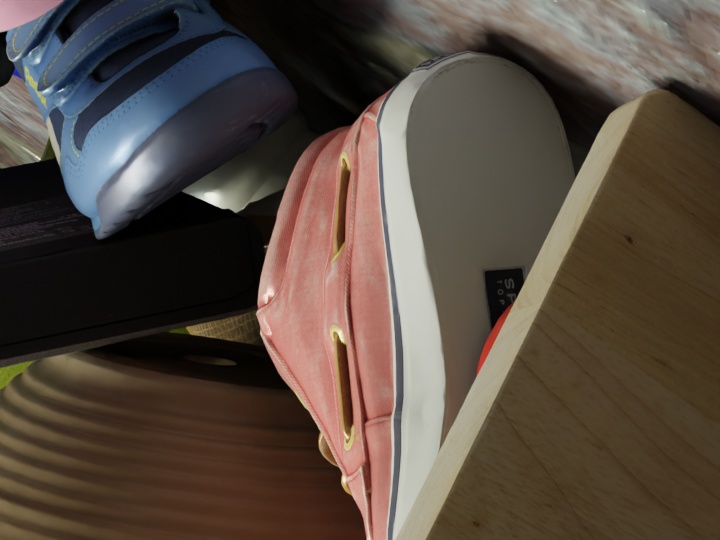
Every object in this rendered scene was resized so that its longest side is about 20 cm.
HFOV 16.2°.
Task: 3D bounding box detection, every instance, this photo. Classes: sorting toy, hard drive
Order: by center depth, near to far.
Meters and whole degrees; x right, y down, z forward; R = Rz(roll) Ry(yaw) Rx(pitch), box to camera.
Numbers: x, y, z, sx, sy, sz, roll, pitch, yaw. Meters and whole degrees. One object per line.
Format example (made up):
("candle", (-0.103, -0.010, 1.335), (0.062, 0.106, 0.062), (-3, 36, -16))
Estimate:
("sorting toy", (0.093, 0.095, 0.642), (0.199, 0.200, 0.070), (35, 158, -15))
("hard drive", (-0.127, -0.004, 0.859), (0.138, 0.033, 0.200), (-13, -167, -18))

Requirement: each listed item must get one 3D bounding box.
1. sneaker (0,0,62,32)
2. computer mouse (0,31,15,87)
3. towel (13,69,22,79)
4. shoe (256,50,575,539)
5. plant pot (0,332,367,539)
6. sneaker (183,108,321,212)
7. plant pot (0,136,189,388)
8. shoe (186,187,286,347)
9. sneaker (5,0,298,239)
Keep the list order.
("sneaker", (-0.155, -0.150, 0.726), (0.199, 0.079, 0.096), (29, 150, 24))
("computer mouse", (-0.190, -0.130, 0.833), (0.200, 0.034, 0.059), (46, -163, -12))
("towel", (-0.178, -0.129, 0.990), (0.147, 0.050, 0.200), (33, 173, 6))
("shoe", (0.022, 0.046, 0.708), (0.071, 0.202, 0.091), (0, 169, -26))
("plant pot", (-0.053, 0.073, 0.812), (0.199, 0.094, 0.201), (10, -174, -1))
("sneaker", (-0.060, -0.042, 1.005), (0.081, 0.077, 0.200), (40, 166, -3))
("plant pot", (-0.078, 0.031, 1.181), (0.192, 0.202, 0.200), (21, 175, -7))
("shoe", (0.000, 0.000, 0.854), (0.200, 0.053, 0.070), (-15, 104, 58))
("sneaker", (-0.074, -0.065, 0.792), (0.083, 0.074, 0.200), (61, 173, -13))
